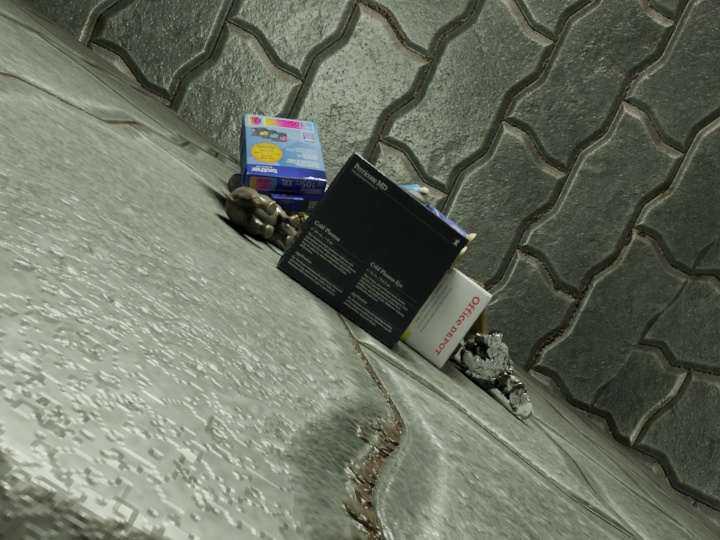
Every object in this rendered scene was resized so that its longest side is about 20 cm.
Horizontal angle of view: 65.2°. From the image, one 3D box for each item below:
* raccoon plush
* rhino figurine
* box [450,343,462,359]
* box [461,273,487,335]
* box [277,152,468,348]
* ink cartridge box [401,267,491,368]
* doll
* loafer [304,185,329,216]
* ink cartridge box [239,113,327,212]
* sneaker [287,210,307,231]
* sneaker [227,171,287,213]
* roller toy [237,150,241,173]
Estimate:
[{"bbox_3d":[0.260,0.208,1.109,0.134,0.096,0.203,47,22,-67],"label":"raccoon plush"},{"bbox_3d":[-0.140,-0.076,0.868,0.087,0.060,0.200,25,-3,17],"label":"rhino figurine"},{"bbox_3d":[0.128,0.108,1.228,0.155,0.041,0.200,36,3,-9],"label":"box"},{"bbox_3d":[0.186,0.058,1.160,0.162,0.021,0.201,28,-25,30],"label":"box"},{"bbox_3d":[0.015,-0.030,0.797,0.199,0.183,0.104,36,4,-8],"label":"box"},{"bbox_3d":[0.100,0.041,0.974,0.199,0.148,0.146,37,5,5],"label":"ink cartridge box"},{"bbox_3d":[0.084,-0.087,0.900,0.199,0.049,0.137,37,48,8],"label":"doll"},{"bbox_3d":[-0.119,-0.153,1.061,0.199,0.072,0.063,40,23,1],"label":"loafer"},{"bbox_3d":[-0.133,-0.172,0.956,0.134,0.077,0.202,2,49,-17],"label":"ink cartridge box"},{"bbox_3d":[-0.091,-0.049,1.044,0.199,0.067,0.090,35,-10,33],"label":"sneaker"},{"bbox_3d":[-0.201,-0.140,1.022,0.078,0.076,0.200,28,7,-40],"label":"sneaker"},{"bbox_3d":[-0.178,-0.186,1.243,0.182,0.141,0.200,33,4,-43],"label":"roller toy"}]
